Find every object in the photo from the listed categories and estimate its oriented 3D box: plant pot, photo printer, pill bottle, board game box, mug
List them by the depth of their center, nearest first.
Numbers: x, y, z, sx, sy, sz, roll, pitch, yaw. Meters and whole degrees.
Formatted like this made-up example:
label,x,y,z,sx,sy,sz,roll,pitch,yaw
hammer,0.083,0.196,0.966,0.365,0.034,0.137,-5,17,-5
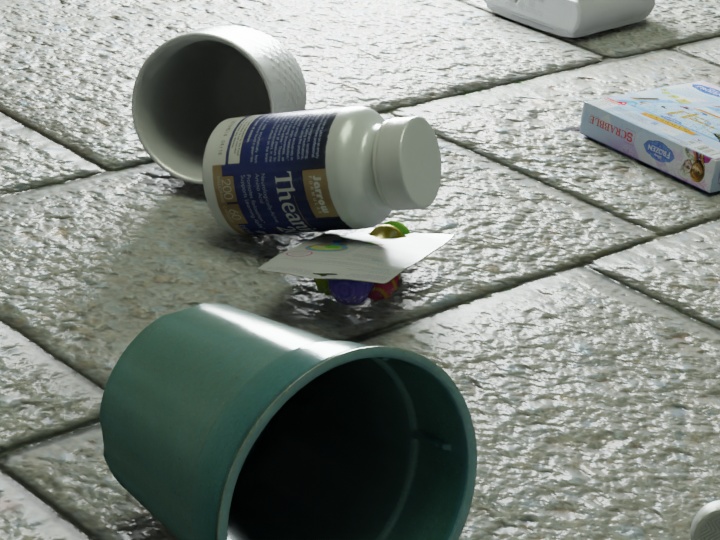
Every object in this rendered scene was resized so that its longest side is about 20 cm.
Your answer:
label,x,y,z,sx,sy,sz,roll,pitch,yaw
plant pot,-0.061,0.117,1.258,0.200,0.201,0.196,-11,22,-34
pill bottle,-0.033,-0.090,1.735,0.200,0.111,0.111,-3,18,28
mug,-0.108,-0.156,1.911,0.200,0.148,0.175,37,19,5
board game box,0.383,-0.152,2.132,0.199,0.041,0.200,-13,31,-36
photo printer,0.286,-0.372,2.558,0.166,0.070,0.200,26,31,37

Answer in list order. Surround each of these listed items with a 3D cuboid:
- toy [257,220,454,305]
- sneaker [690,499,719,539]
label,x,y,z,sx,sy,sz,roll,pitch,yaw
toy,0.000,0.000,1.685,0.115,0.047,0.200,5,17,19
sneaker,0.315,0.182,1.349,0.199,0.074,0.116,13,21,-10
